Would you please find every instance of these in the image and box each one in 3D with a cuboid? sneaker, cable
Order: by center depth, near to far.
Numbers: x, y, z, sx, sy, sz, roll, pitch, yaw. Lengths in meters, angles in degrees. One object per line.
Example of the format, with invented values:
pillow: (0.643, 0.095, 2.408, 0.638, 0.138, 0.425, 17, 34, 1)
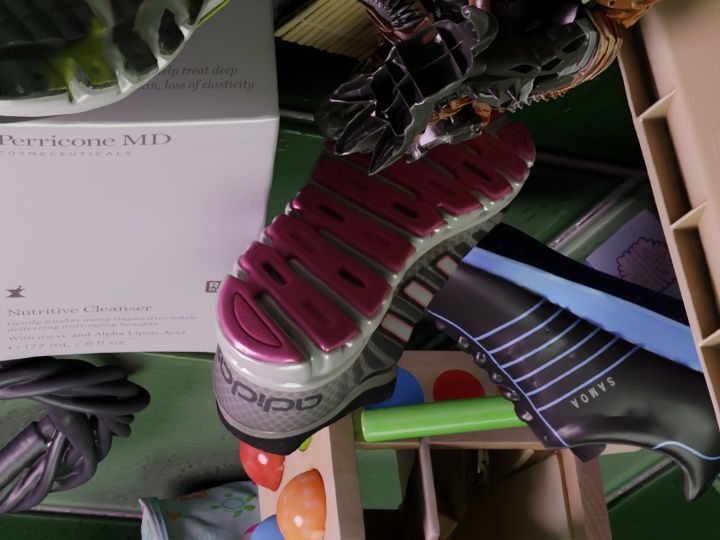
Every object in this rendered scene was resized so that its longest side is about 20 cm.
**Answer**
sneaker: (-0.090, -0.082, 0.803, 0.085, 0.075, 0.200, -36, 178, 39)
sneaker: (0.000, 0.000, 0.990, 0.073, 0.200, 0.088, 30, 135, 11)
sneaker: (0.076, 0.032, 1.091, 0.199, 0.078, 0.070, 23, -167, 5)
cable: (-0.198, 0.080, 1.256, 0.162, 0.051, 0.200, 2, 151, -30)

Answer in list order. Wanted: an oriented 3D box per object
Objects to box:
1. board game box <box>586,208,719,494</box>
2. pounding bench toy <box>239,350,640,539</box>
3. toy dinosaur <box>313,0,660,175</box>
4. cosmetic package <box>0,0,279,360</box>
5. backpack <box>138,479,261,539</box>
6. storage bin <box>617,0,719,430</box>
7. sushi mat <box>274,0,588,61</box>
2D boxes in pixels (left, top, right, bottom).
board game box: (0.197, 0.088, 1.198, 0.041, 0.200, 0.200, -39, 152, -4)
pounding bench toy: (0.034, 0.088, 1.232, 0.155, 0.125, 0.200, 2, 153, -18)
toy dinosaur: (0.048, -0.097, 0.891, 0.135, 0.102, 0.200, -1, 139, -45)
cosmetic package: (-0.092, -0.042, 0.976, 0.112, 0.082, 0.200, -2, 155, -6)
backpack: (-0.080, 0.213, 1.406, 0.150, 0.178, 0.200, -7, 151, -12)
storage bin: (0.203, -0.048, 0.886, 0.093, 0.201, 0.198, 7, 153, -45)
sushi mat: (0.066, -0.122, 0.929, 0.095, 0.012, 0.200, 17, 145, -38)
